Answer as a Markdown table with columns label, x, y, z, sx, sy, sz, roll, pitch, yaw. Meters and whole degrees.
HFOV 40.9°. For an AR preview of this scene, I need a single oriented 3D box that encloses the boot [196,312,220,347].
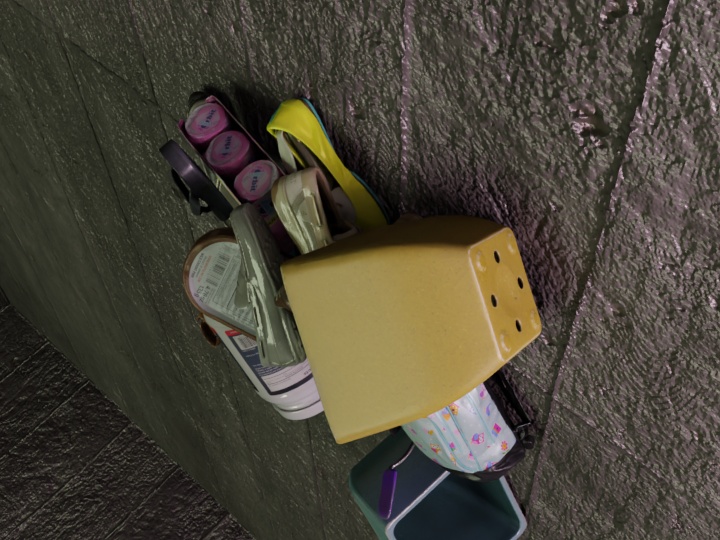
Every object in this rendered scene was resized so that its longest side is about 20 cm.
| label | x | y | z | sx | sy | sz | roll | pitch | yaw |
| --- | --- | --- | --- | --- | --- | --- | --- | --- | --- |
| boot | -0.197 | 0.016 | 1.482 | 0.076 | 0.155 | 0.201 | 36 | 153 | 24 |

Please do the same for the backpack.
| label | x | y | z | sx | sy | sz | roll | pitch | yaw |
| --- | --- | --- | --- | --- | --- | --- | --- | --- | --- |
| backpack | 0.111 | 0.170 | 1.231 | 0.166 | 0.127 | 0.201 | 12 | 141 | 50 |

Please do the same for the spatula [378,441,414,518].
| label | x | y | z | sx | sy | sz | roll | pitch | yaw |
| --- | --- | --- | --- | --- | --- | --- | --- | --- | --- |
| spatula | 0.065 | 0.243 | 1.328 | 0.020 | 0.202 | 0.056 | 29 | 162 | -8 |

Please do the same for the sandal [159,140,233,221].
| label | x | y | z | sx | sy | sz | roll | pitch | yaw |
| --- | --- | --- | --- | --- | --- | --- | --- | --- | --- |
| sandal | -0.211 | -0.107 | 1.199 | 0.076 | 0.043 | 0.200 | 49 | 178 | 17 |

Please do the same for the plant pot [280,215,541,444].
| label | x | y | z | sx | sy | sz | roll | pitch | yaw |
| --- | --- | --- | --- | --- | --- | --- | --- | --- | --- |
| plant pot | 0.071 | 0.044 | 1.008 | 0.198 | 0.194 | 0.198 | -15 | 95 | 34 |

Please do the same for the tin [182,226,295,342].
| label | x | y | z | sx | sy | sz | roll | pitch | yaw |
| --- | --- | --- | --- | --- | --- | --- | --- | --- | --- |
| tin | -0.123 | 0.027 | 1.178 | 0.198 | 0.113 | 0.042 | 27 | -162 | -6 |

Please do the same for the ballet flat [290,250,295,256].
| label | x | y | z | sx | sy | sz | roll | pitch | yaw |
| --- | --- | --- | --- | --- | --- | --- | --- | --- | --- |
| ballet flat | -0.038 | -0.001 | 1.310 | 0.199 | 0.068 | 0.063 | 28 | 162 | 39 |

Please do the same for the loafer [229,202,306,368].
| label | x | y | z | sx | sy | sz | roll | pitch | yaw |
| --- | --- | --- | --- | --- | --- | --- | --- | --- | --- |
| loafer | -0.118 | 0.022 | 1.120 | 0.070 | 0.069 | 0.203 | -68 | -37 | -71 |

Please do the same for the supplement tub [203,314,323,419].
| label | x | y | z | sx | sy | sz | roll | pitch | yaw |
| --- | --- | --- | --- | --- | --- | --- | --- | --- | --- |
| supplement tub | -0.109 | 0.088 | 1.305 | 0.139 | 0.140 | 0.201 | 12 | 140 | 51 |

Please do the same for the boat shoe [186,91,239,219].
| label | x | y | z | sx | sy | sz | roll | pitch | yaw |
| --- | --- | --- | --- | --- | --- | --- | --- | --- | --- |
| boat shoe | -0.189 | -0.158 | 1.341 | 0.057 | 0.066 | 0.202 | -122 | 11 | -55 |

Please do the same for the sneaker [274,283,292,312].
| label | x | y | z | sx | sy | sz | roll | pitch | yaw |
| --- | --- | --- | --- | --- | --- | --- | --- | --- | --- |
| sneaker | -0.018 | 0.064 | 1.117 | 0.075 | 0.071 | 0.200 | -15 | 135 | 33 |

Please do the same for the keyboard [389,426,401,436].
| label | x | y | z | sx | sy | sz | roll | pitch | yaw |
| --- | --- | --- | --- | --- | --- | --- | --- | --- | --- |
| keyboard | 0.041 | 0.123 | 1.291 | 0.020 | 0.128 | 0.201 | 2 | 143 | 18 |

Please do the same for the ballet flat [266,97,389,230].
| label | x | y | z | sx | sy | sz | roll | pitch | yaw |
| --- | --- | --- | --- | --- | --- | --- | --- | --- | --- |
| ballet flat | -0.044 | -0.110 | 1.155 | 0.201 | 0.067 | 0.066 | 55 | 150 | -15 |

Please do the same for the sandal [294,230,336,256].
| label | x | y | z | sx | sy | sz | roll | pitch | yaw |
| --- | --- | --- | --- | --- | --- | --- | --- | --- | --- |
| sandal | 0.000 | 0.001 | 1.209 | 0.199 | 0.043 | 0.076 | 33 | 123 | -17 |

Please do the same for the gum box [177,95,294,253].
| label | x | y | z | sx | sy | sz | roll | pitch | yaw |
| --- | --- | --- | --- | --- | --- | --- | --- | --- | --- |
| gum box | -0.143 | -0.124 | 1.219 | 0.200 | 0.066 | 0.114 | 48 | 177 | 36 |

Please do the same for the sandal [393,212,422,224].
| label | x | y | z | sx | sy | sz | roll | pitch | yaw |
| --- | --- | --- | --- | --- | --- | --- | --- | --- | --- |
| sandal | 0.091 | 0.037 | 1.144 | 0.213 | 0.070 | 0.077 | 54 | 154 | -13 |

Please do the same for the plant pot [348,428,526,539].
| label | x | y | z | sx | sy | sz | roll | pitch | yaw |
| --- | --- | --- | --- | --- | --- | --- | --- | --- | --- |
| plant pot | 0.094 | 0.345 | 1.459 | 0.199 | 0.196 | 0.197 | 24 | 148 | 56 |

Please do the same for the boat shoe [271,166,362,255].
| label | x | y | z | sx | sy | sz | roll | pitch | yaw |
| --- | --- | --- | --- | --- | --- | --- | --- | --- | --- |
| boat shoe | -0.030 | -0.028 | 1.123 | 0.064 | 0.072 | 0.202 | -18 | 115 | 22 |
